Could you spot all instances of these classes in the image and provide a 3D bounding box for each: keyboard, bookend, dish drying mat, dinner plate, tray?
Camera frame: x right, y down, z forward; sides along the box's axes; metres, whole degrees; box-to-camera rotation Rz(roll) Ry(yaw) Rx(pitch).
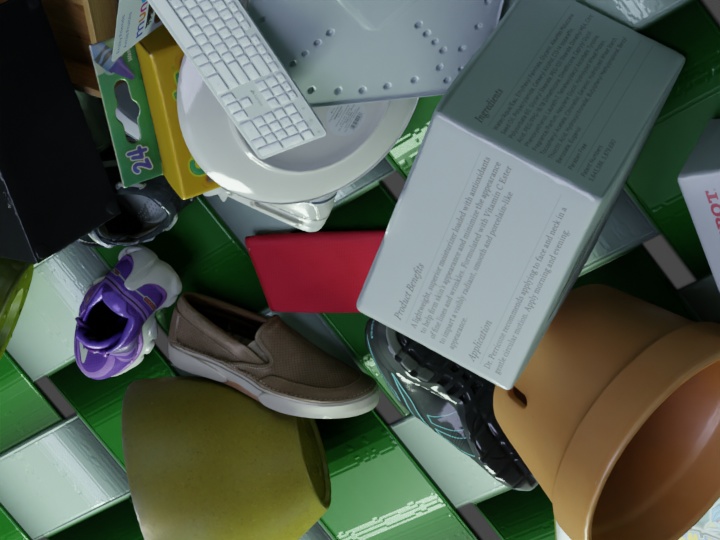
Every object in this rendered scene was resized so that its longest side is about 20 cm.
[{"bbox_3d":[-0.094,-0.155,1.471,0.056,0.011,0.200,-23,128,16],"label":"keyboard"},{"bbox_3d":[-0.318,-0.121,1.743,0.199,0.092,0.200,8,124,49],"label":"bookend"},{"bbox_3d":[0.000,0.000,1.753,0.199,0.018,0.077,-1,123,32],"label":"dish drying mat"},{"bbox_3d":[-0.039,-0.137,1.571,0.024,0.199,0.201,-132,27,-52],"label":"dinner plate"},{"bbox_3d":[-0.278,-0.211,1.727,0.199,0.037,0.099,19,134,32],"label":"tray"}]

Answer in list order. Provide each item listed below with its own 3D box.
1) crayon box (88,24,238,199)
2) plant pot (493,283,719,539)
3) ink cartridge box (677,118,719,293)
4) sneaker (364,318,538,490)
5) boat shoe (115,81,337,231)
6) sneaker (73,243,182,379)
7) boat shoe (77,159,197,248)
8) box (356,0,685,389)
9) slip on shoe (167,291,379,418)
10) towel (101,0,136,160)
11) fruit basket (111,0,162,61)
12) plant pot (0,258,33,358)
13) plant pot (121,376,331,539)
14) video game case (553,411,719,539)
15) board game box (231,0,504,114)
[{"bbox_3d":[-0.091,-0.136,1.591,0.052,0.199,0.126,-131,25,-54],"label":"crayon box"},{"bbox_3d":[0.194,0.105,1.602,0.140,0.199,0.201,39,139,34],"label":"plant pot"},{"bbox_3d":[0.341,-0.037,1.475,0.199,0.084,0.146,-7,119,34],"label":"ink cartridge box"},{"bbox_3d":[0.080,0.103,1.759,0.200,0.075,0.079,49,157,-13],"label":"sneaker"},{"bbox_3d":[-0.112,-0.086,1.686,0.199,0.071,0.070,22,132,8],"label":"boat shoe"},{"bbox_3d":[-0.225,0.045,1.862,0.081,0.083,0.200,43,148,6],"label":"sneaker"},{"bbox_3d":[-0.204,-0.053,1.785,0.076,0.060,0.200,39,147,-15],"label":"boat shoe"},{"bbox_3d":[0.114,-0.062,1.514,0.130,0.200,0.199,28,133,7],"label":"box"},{"bbox_3d":[-0.075,0.070,1.819,0.199,0.076,0.061,19,119,26],"label":"slip on shoe"},{"bbox_3d":[-0.130,-0.148,1.709,0.199,0.035,0.193,11,128,23],"label":"towel"},{"bbox_3d":[-0.101,-0.258,1.496,0.093,0.200,0.186,26,132,11],"label":"fruit basket"},{"bbox_3d":[-0.403,0.014,1.900,0.192,0.201,0.201,22,133,-1],"label":"plant pot"},{"bbox_3d":[-0.107,0.175,1.850,0.141,0.200,0.201,-16,117,9],"label":"plant pot"},{"bbox_3d":[0.251,0.184,1.734,0.199,0.026,0.182,11,127,24],"label":"video game case"},{"bbox_3d":[0.012,-0.206,1.498,0.026,0.199,0.201,-119,30,-42],"label":"board game box"}]
